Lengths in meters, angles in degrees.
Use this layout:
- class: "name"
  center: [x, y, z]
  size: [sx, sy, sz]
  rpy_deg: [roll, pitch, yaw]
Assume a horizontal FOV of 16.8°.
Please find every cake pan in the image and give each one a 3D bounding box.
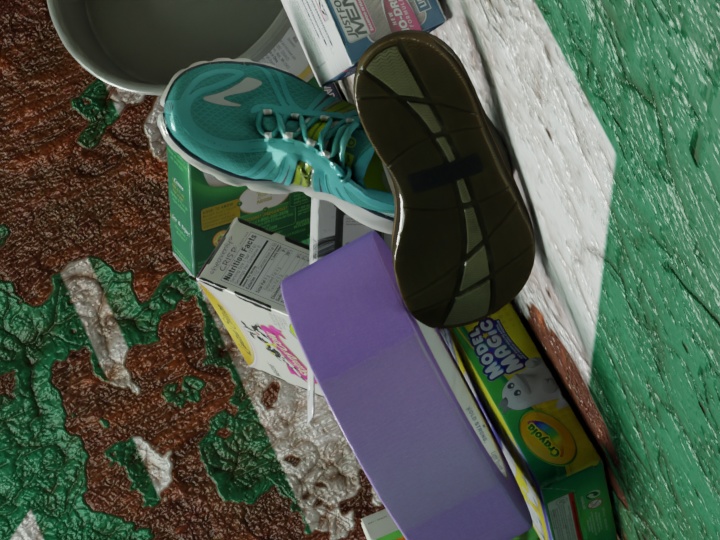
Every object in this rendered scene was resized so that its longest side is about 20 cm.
- class: "cake pan"
  center: [-0.115, -0.209, 1.626]
  size: [0.200, 0.200, 0.037]
  rpy_deg: [64, -166, 22]

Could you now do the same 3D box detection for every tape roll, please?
- class: "tape roll"
  center: [0.028, 0.078, 1.447]
  size: [0.200, 0.066, 0.200]
  rpy_deg: [62, -176, -7]

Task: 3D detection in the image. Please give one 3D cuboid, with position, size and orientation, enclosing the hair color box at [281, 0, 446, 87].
- class: "hair color box"
  center: [-0.008, -0.166, 1.388]
  size: [0.200, 0.060, 0.100]
  rpy_deg: [-166, 51, -84]

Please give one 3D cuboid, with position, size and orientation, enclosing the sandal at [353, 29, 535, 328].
- class: "sandal"
  center: [0.042, -0.053, 1.326]
  size: [0.055, 0.082, 0.200]
  rpy_deg: [-93, -15, -53]

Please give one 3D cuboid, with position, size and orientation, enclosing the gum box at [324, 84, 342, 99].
- class: "gum box"
  center: [-0.047, -0.136, 2.039]
  size: [0.200, 0.044, 0.170]
  rpy_deg: [91, 154, -76]

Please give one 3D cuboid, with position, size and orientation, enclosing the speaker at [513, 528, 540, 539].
- class: "speaker"
  center: [0.113, 0.197, 1.711]
  size: [0.200, 0.088, 0.089]
  rpy_deg: [-125, 12, -66]

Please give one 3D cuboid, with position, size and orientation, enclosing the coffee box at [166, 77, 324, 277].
- class: "coffee box"
  center: [-0.088, -0.100, 1.885]
  size: [0.044, 0.123, 0.200]
  rpy_deg: [48, 149, 43]

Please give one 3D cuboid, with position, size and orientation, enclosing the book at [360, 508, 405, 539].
- class: "book"
  center: [0.098, 0.238, 1.799]
  size: [0.200, 0.133, 0.048]
  rpy_deg: [-118, 6, -47]

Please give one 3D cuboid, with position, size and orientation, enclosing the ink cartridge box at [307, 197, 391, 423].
- class: "ink cartridge box"
  center: [0.000, 0.000, 1.610]
  size: [0.116, 0.068, 0.200]
  rpy_deg: [111, 161, -84]

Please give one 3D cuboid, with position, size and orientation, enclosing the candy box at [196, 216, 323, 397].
- class: "candy box"
  center: [-0.007, 0.049, 1.759]
  size: [0.200, 0.061, 0.136]
  rpy_deg: [22, 158, 28]

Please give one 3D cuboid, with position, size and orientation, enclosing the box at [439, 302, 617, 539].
- class: "box"
  center: [0.097, 0.082, 1.553]
  size: [0.117, 0.048, 0.200]
  rpy_deg: [73, 173, -53]

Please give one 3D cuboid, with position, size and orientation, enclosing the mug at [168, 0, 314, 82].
- class: "mug"
  center: [-0.076, -0.201, 1.717]
  size: [0.153, 0.186, 0.150]
  rpy_deg: [52, 136, 33]

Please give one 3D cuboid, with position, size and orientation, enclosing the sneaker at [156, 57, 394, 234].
- class: "sneaker"
  center: [-0.021, -0.078, 1.447]
  size: [0.080, 0.200, 0.078]
  rpy_deg: [173, 113, -73]
